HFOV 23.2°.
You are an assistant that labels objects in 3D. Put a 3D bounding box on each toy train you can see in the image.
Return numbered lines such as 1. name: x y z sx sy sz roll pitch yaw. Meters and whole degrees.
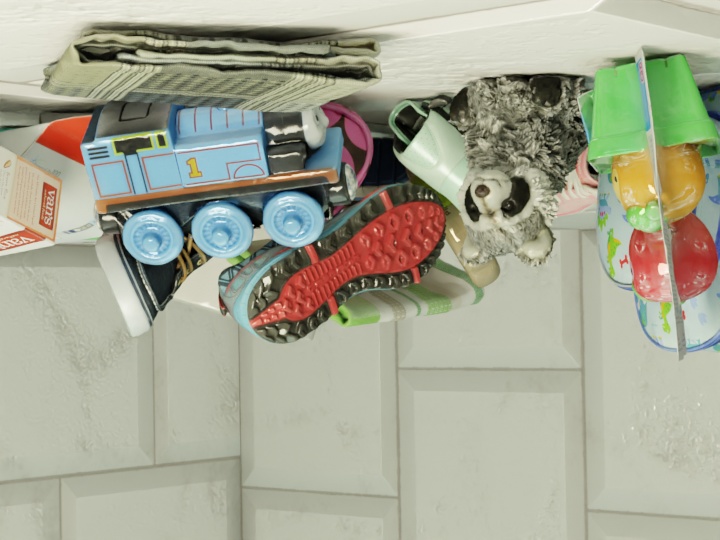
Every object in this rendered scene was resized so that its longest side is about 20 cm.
1. toy train: -0.104 -0.074 1.276 0.197 0.115 0.087 -7 -148 8

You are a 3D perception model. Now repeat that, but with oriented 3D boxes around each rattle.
1. rattle: 0.049 -0.016 1.520 0.130 0.143 0.200 42 180 0

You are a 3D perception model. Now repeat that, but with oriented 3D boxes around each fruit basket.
1. fruit basket: 0.200 -0.040 1.199 0.093 0.203 0.185 -2 179 12

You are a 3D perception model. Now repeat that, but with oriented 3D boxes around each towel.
1. towel: 0.000 0.000 1.508 0.148 0.031 0.199 26 -161 32
2. towel: -0.096 -0.126 1.090 0.190 0.035 0.200 2 180 -16

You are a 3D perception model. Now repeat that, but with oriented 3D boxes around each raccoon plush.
1. raccoon plush: 0.144 -0.068 1.291 0.198 0.136 0.096 0 177 -41

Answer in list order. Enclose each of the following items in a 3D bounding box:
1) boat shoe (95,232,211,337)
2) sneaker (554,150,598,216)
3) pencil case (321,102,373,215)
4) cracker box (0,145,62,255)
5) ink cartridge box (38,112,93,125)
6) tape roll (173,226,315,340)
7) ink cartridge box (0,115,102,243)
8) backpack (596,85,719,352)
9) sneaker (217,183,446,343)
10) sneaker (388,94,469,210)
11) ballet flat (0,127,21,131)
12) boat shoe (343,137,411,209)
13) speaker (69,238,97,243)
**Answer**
1. boat shoe: -0.151 -0.016 1.361 0.090 0.071 0.200 -21 -160 0
2. sneaker: 0.197 -0.094 1.557 0.199 0.076 0.104 -10 175 41
3. pencil case: -0.038 -0.080 1.425 0.091 0.094 0.200 42 175 1
4. cracker box: -0.329 -0.065 1.262 0.133 0.058 0.199 -10 156 31
5. ink cartridge box: -0.157 -0.111 1.441 0.197 0.038 0.095 -3 178 4
6. tape roll: -0.120 -0.026 1.701 0.200 0.141 0.203 17 177 1
7. ink cartridge box: -0.228 -0.069 1.403 0.198 0.048 0.160 -6 163 26
8. backpack: 0.270 -0.036 1.367 0.145 0.203 0.183 -1 179 -19
9. sneaker: -0.025 -0.017 1.342 0.199 0.080 0.095 -25 -156 -30
10. sneaker: 0.083 -0.110 1.407 0.118 0.074 0.201 37 -161 -7
11. ballet flat: -0.274 -0.085 1.594 0.067 0.073 0.200 -2 178 16
12. boat shoe: -0.046 -0.074 1.571 0.197 0.073 0.073 4 148 10
13. speaker: -0.259 -0.072 1.830 0.197 0.090 0.088 -1 179 -9
